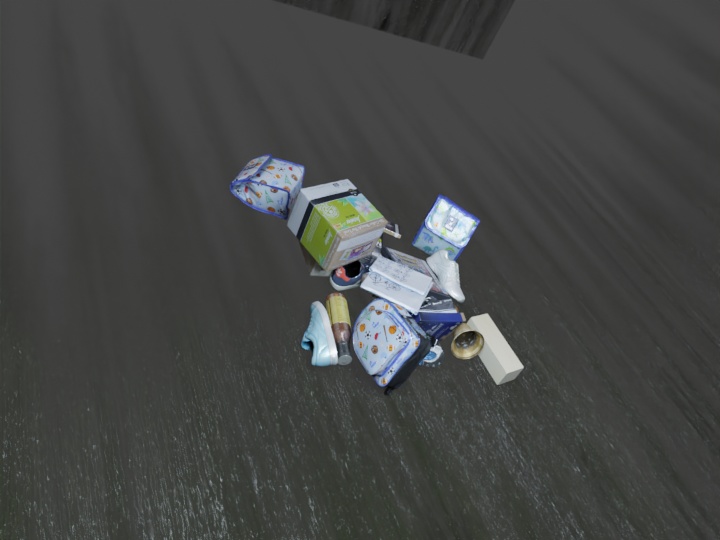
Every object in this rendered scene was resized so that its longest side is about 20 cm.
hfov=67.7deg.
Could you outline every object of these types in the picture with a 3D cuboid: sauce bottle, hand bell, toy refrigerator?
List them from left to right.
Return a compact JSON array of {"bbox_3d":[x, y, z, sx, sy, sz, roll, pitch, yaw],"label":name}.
[{"bbox_3d":[-0.056,0.154,1.417,0.064,0.067,0.204,11,45,-22],"label":"sauce bottle"},{"bbox_3d":[0.299,0.162,1.643,0.101,0.106,0.202,15,29,-18],"label":"hand bell"},{"bbox_3d":[0.397,0.237,1.625,0.074,0.071,0.203,-8,52,-30],"label":"toy refrigerator"}]

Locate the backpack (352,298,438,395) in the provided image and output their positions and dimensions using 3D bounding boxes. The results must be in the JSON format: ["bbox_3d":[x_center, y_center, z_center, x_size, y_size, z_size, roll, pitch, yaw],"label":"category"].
[{"bbox_3d":[0.064,0.176,1.362,0.153,0.201,0.192,32,15,-48],"label":"backpack"}]

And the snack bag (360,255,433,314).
[{"bbox_3d":[0.103,0.035,1.523,0.184,0.022,0.200,25,32,10],"label":"snack bag"}]

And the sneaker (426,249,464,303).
[{"bbox_3d":[0.293,0.014,1.768,0.070,0.080,0.203,27,29,-56],"label":"sneaker"}]

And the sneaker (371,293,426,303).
[{"bbox_3d":[0.117,0.124,1.575,0.195,0.076,0.119,13,58,-26],"label":"sneaker"}]

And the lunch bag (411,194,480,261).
[{"bbox_3d":[0.294,-0.140,1.848,0.167,0.202,0.128,30,38,0],"label":"lunch bag"}]

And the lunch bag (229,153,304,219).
[{"bbox_3d":[-0.289,-0.274,1.675,0.193,0.127,0.172,16,38,4],"label":"lunch bag"}]

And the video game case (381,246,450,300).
[{"bbox_3d":[0.174,0.012,1.692,0.196,0.026,0.183,18,30,-39],"label":"video game case"}]

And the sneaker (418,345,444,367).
[{"bbox_3d":[0.130,0.214,1.485,0.194,0.077,0.087,17,7,-7],"label":"sneaker"}]

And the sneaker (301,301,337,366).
[{"bbox_3d":[-0.117,0.158,1.367,0.079,0.076,0.202,-7,40,-15],"label":"sneaker"}]

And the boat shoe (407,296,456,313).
[{"bbox_3d":[0.204,0.111,1.568,0.195,0.071,0.070,-2,69,-35],"label":"boat shoe"}]

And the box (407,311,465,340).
[{"bbox_3d":[0.189,0.159,1.524,0.194,0.122,0.033,5,54,-29],"label":"box"}]

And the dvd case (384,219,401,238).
[{"bbox_3d":[0.045,-0.167,1.809,0.194,0.016,0.149,23,16,-4],"label":"dvd case"}]

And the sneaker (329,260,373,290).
[{"bbox_3d":[0.000,0.000,1.598,0.197,0.086,0.075,-17,57,-44],"label":"sneaker"}]

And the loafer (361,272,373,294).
[{"bbox_3d":[0.074,0.035,1.620,0.196,0.072,0.064,14,39,-38],"label":"loafer"}]

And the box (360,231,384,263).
[{"bbox_3d":[-0.019,-0.102,1.726,0.194,0.045,0.163,19,39,-15],"label":"box"}]

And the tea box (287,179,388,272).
[{"bbox_3d":[-0.065,-0.131,1.506,0.197,0.135,0.197,-22,62,-45],"label":"tea box"}]

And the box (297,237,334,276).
[{"bbox_3d":[-0.130,-0.090,1.602,0.076,0.096,0.203,1,46,-30],"label":"box"}]
